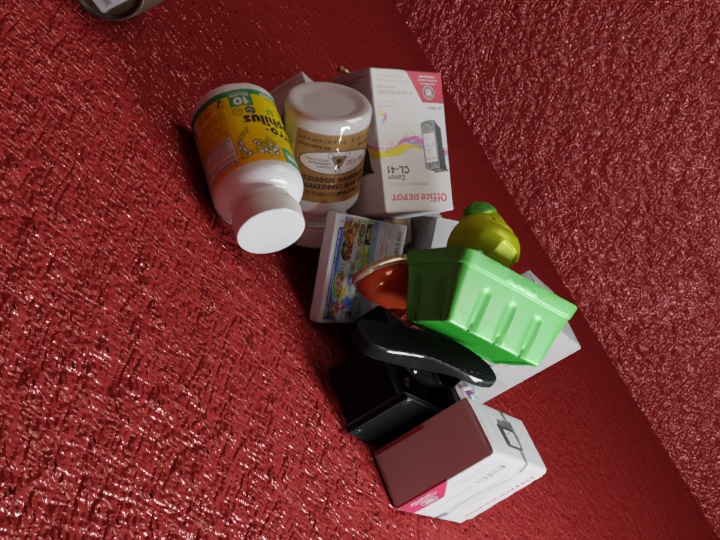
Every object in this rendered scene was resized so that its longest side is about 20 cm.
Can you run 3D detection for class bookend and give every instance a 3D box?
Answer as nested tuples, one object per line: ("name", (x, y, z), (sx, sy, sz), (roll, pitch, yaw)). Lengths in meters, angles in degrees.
("bookend", (0.033, 0.124, 1.486), (0.199, 0.092, 0.200), (32, 29, -56))

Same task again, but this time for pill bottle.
("pill bottle", (-0.054, -0.135, 1.504), (0.114, 0.114, 0.200), (-98, -166, -54))
("pill bottle", (-0.134, -0.124, 1.400), (0.113, 0.113, 0.200), (37, 27, -52))

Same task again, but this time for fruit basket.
("fruit basket", (0.165, 0.002, 1.468), (0.216, 0.216, 0.155), (53, -27, -20))

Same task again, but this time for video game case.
("video game case", (0.000, 0.000, 1.549), (0.200, 0.018, 0.144), (6, 95, -61))

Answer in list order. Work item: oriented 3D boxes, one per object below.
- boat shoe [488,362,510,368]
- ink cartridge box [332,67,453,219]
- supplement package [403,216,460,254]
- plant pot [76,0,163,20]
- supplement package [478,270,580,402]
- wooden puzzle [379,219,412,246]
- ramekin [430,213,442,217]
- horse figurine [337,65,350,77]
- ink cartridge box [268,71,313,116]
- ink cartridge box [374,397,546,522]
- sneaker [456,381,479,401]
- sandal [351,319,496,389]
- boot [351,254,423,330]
("boat shoe", (0.151, 0.098, 1.760), (0.202, 0.075, 0.086), (25, -4, 8))
("ink cartridge box", (0.046, -0.175, 1.597), (0.147, 0.086, 0.200), (-6, 88, -44))
("supplement package", (0.121, -0.016, 1.737), (0.121, 0.120, 0.200), (12, 0, -19))
("plant pot", (-0.280, -0.394, 1.394), (0.187, 0.187, 0.200), (49, 34, -30))
("supplement package", (0.235, 0.112, 1.881), (0.121, 0.200, 0.120), (34, 29, -56))
("wooden puzzle", (0.002, -0.145, 1.693), (0.200, 0.037, 0.185), (45, 24, -29))
("ramekin", (0.090, -0.043, 1.930), (0.200, 0.105, 0.200), (52, 17, -23))
("horse figurine", (0.005, -0.219, 1.683), (0.132, 0.050, 0.200), (36, 32, -32))
("ink cartridge box", (-0.061, -0.183, 1.767), (0.145, 0.087, 0.200), (35, 32, -53))
("ink cartridge box", (0.131, 0.246, 1.460), (0.200, 0.145, 0.083), (30, 30, -58))
("sneaker", (0.112, 0.169, 1.644), (0.140, 0.078, 0.200), (58, 14, -26))
("sandal", (0.074, 0.109, 1.405), (0.200, 0.048, 0.075), (18, 29, -22))
("boot", (0.077, 0.046, 1.498), (0.200, 0.075, 0.107), (18, 41, -40))
